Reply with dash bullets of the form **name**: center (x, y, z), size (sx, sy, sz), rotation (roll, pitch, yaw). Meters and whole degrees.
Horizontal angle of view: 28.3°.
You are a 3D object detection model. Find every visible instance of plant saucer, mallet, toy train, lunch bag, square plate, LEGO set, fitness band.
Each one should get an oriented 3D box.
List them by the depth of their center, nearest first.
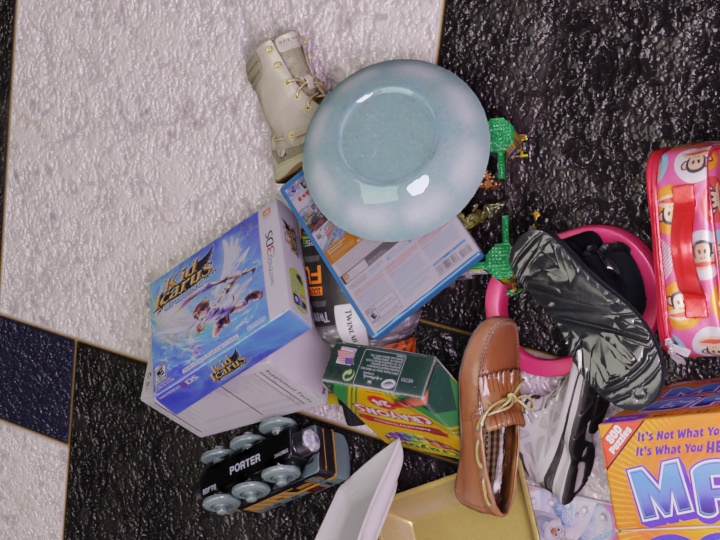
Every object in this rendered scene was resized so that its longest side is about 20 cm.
- **lunch bag**: center (0.322, -0.019, 1.332), size (0.081, 0.176, 0.203), rotation (-4, 94, 29)
- **plant saucer**: center (0.032, -0.130, 1.453), size (0.198, 0.039, 0.203), rotation (-4, 73, 13)
- **fitness band**: center (0.223, 0.032, 1.490), size (0.199, 0.037, 0.145), rotation (-19, 84, 32)
- **LEGO set**: center (0.118, -0.061, 1.514), size (0.152, 0.116, 0.202), rotation (-13, 77, 16)
- **plant saucer**: center (0.122, 0.322, 1.534), size (0.199, 0.048, 0.202), rotation (-24, 67, 31)
- **square plate**: center (-0.017, 0.302, 1.571), size (0.028, 0.201, 0.198), rotation (28, 148, -7)
- **toy train**: center (-0.105, 0.238, 1.682), size (0.199, 0.113, 0.086), rotation (-30, 53, 35)
- **mallet**: center (-0.065, 0.143, 1.691), size (0.198, 0.041, 0.067), rotation (2, 99, 36)

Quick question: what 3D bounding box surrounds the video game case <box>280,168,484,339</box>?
- **video game case**: center (0.019, -0.051, 1.475), size (0.143, 0.018, 0.201), rotation (-38, 67, 13)

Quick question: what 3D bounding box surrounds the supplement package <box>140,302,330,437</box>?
- **supplement package**: center (-0.141, 0.106, 1.665), size (0.198, 0.114, 0.111), rotation (-18, 50, 33)

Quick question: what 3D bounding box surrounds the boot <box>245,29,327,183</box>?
- **boot**: center (-0.054, -0.198, 1.595), size (0.199, 0.072, 0.156), rotation (-25, 80, 52)

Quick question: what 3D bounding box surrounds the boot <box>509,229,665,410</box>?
- **boot**: center (0.241, 0.039, 1.357), size (0.077, 0.168, 0.201), rotation (-47, 67, 23)

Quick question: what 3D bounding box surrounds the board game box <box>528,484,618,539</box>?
- **board game box**: center (0.217, 0.341, 1.542), size (0.198, 0.026, 0.203), rotation (8, 101, 32)

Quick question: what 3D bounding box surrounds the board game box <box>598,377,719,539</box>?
- **board game box**: center (0.364, 0.211, 1.324), size (0.198, 0.199, 0.202), rotation (-10, 92, 33)

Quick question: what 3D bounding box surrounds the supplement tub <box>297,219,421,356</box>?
- **supplement tub**: center (0.000, 0.000, 1.575), size (0.121, 0.122, 0.203), rotation (-8, 92, 33)

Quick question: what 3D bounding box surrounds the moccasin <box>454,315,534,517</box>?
- **moccasin**: center (0.138, 0.148, 1.450), size (0.077, 0.073, 0.204), rotation (11, 94, 52)

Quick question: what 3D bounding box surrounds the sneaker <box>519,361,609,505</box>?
- **sneaker**: center (0.190, 0.144, 1.476), size (0.115, 0.075, 0.202), rotation (30, 134, 27)

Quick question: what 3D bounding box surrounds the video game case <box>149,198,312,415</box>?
- **video game case**: center (-0.151, 0.038, 1.602), size (0.199, 0.045, 0.182), rotation (-33, 39, 19)

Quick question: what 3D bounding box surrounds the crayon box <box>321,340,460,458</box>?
- **crayon box**: center (0.060, 0.148, 1.520), size (0.126, 0.200, 0.051), rotation (7, 65, 33)
